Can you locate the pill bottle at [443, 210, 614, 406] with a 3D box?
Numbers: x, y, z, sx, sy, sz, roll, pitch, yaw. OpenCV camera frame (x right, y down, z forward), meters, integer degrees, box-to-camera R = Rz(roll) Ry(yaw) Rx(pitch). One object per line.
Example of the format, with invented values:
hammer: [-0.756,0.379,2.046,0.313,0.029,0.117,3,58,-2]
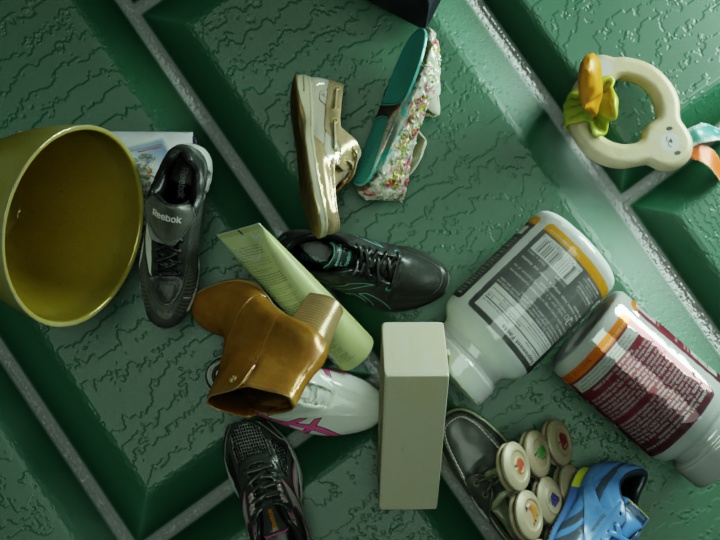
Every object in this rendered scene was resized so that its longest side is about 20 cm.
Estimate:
pill bottle: [0.164,0.042,1.163,0.200,0.116,0.116,-44,87,-3]

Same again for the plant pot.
plant pot: [-0.337,-0.057,1.106,0.141,0.200,0.202,13,84,27]

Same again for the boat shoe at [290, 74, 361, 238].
boat shoe: [-0.033,-0.128,1.176,0.068,0.074,0.202,-2,64,-11]

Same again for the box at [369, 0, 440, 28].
box: [0.032,-0.409,1.195,0.199,0.123,0.200,29,84,4]

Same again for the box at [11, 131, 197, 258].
box: [-0.282,-0.083,1.206,0.198,0.038,0.138,1,86,-1]

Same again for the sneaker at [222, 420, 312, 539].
sneaker: [-0.090,0.252,1.156,0.080,0.086,0.202,-23,85,-4]

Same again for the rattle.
rattle: [0.325,-0.169,1.175,0.199,0.143,0.131,32,67,8]

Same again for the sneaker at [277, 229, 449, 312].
sneaker: [0.000,0.000,1.183,0.198,0.079,0.076,9,85,-1]

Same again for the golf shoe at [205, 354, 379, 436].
golf shoe: [-0.069,0.136,1.165,0.198,0.092,0.073,10,85,-1]

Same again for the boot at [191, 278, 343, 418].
boot: [-0.124,0.080,1.098,0.200,0.071,0.144,1,40,32]

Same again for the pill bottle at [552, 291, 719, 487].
pill bottle: [0.313,0.128,1.158,0.200,0.114,0.114,42,86,3]

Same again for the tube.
tube: [-0.064,0.024,1.151,0.058,0.052,0.200,-37,115,13]

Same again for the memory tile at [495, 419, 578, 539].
memory tile: [0.204,0.265,1.139,0.017,0.153,0.202,-17,85,37]

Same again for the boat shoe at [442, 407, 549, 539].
boat shoe: [0.154,0.235,1.171,0.071,0.066,0.202,-33,87,-3]

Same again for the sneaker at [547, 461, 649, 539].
sneaker: [0.244,0.271,1.112,0.078,0.200,0.066,-15,118,37]

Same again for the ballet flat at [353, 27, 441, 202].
ballet flat: [0.051,-0.167,1.212,0.064,0.075,0.202,23,89,-30]

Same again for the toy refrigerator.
toy refrigerator: [0.054,0.151,1.113,0.069,0.076,0.201,0,130,-1]

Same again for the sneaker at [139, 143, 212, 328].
sneaker: [-0.199,-0.041,1.139,0.066,0.091,0.202,9,86,1]
